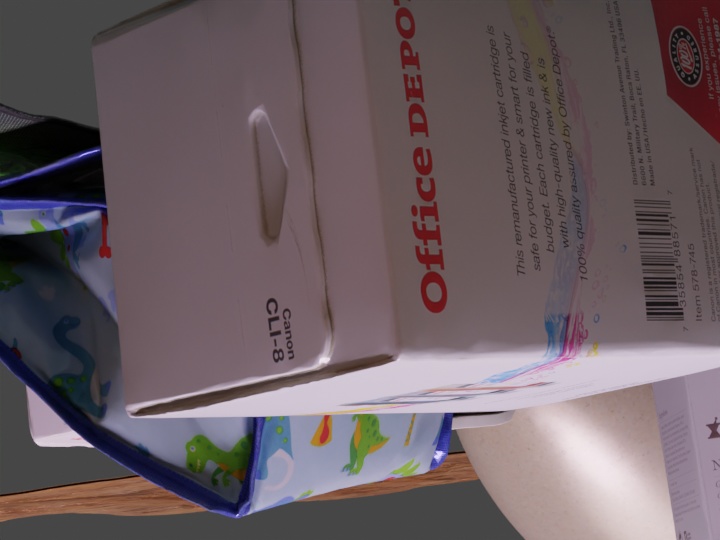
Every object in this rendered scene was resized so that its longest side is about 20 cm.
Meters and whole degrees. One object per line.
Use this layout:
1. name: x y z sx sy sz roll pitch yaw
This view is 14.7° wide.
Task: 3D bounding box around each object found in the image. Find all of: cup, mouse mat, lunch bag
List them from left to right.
1. mouse mat: -0.177 -0.043 1.194 0.160 0.008 0.200 -11 172 23
2. lunch bag: -0.069 0.008 1.178 0.199 0.128 0.170 22 -167 29
3. cup: 0.130 0.067 1.665 0.200 0.201 0.143 -15 143 41

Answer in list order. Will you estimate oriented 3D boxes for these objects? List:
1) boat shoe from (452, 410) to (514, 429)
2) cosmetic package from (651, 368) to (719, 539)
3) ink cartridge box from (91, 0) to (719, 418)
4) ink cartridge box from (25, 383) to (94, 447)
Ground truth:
1. boat shoe: 0.037 0.052 1.497 0.072 0.061 0.202 10 -172 22
2. cosmetic package: 0.214 0.048 1.482 0.112 0.201 0.081 -9 173 -8
3. ink cartridge box: 0.025 -0.027 1.005 0.200 0.146 0.144 2 168 -45
4. ink cartridge box: -0.075 0.045 1.598 0.199 0.083 0.146 -12 170 27
